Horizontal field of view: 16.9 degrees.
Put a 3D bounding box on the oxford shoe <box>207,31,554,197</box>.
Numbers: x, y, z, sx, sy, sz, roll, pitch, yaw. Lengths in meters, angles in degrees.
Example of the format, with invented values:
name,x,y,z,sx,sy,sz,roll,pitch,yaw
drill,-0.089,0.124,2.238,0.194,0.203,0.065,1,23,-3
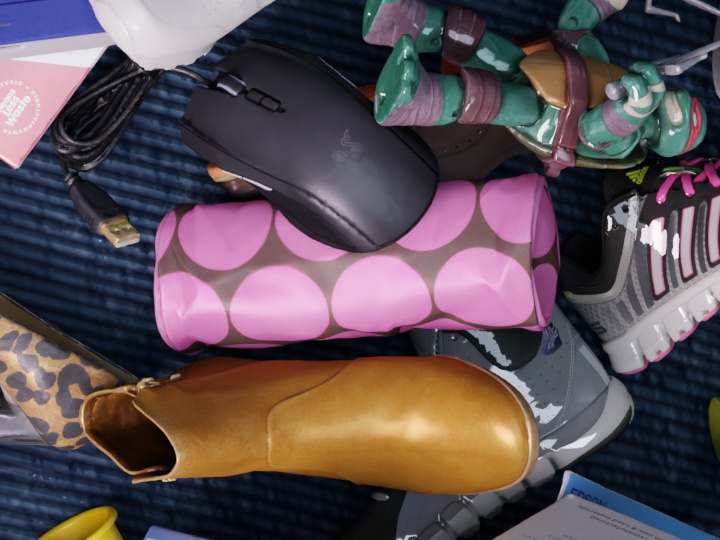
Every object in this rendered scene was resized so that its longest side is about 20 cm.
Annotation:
name,x,y,z,sx,sy,sz,roll,pitch,yaw
oxford shoe,0.022,-0.063,1.241,0.200,0.071,0.073,-17,102,-8

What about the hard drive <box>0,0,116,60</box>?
name,x,y,z,sx,sy,sz,roll,pitch,yaw
hard drive,-0.195,-0.195,1.137,0.132,0.025,0.200,-11,78,-29

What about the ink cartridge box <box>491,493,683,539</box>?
name,x,y,z,sx,sy,sz,roll,pitch,yaw
ink cartridge box,0.066,0.210,1.107,0.200,0.084,0.145,-23,123,-46

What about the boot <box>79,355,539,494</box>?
name,x,y,z,sx,sy,sz,roll,pitch,yaw
boot,-0.029,0.081,1.163,0.144,0.201,0.071,-10,102,-44

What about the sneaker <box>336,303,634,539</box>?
name,x,y,z,sx,sy,sz,roll,pitch,yaw
sneaker,0.034,0.081,1.262,0.200,0.075,0.116,-33,93,-13

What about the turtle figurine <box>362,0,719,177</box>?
name,x,y,z,sx,sy,sz,roll,pitch,yaw
turtle figurine,0.104,-0.094,1.171,0.200,0.150,0.101,8,115,-16

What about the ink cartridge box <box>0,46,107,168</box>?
name,x,y,z,sx,sy,sz,roll,pitch,yaw
ink cartridge box,-0.217,-0.155,1.191,0.200,0.067,0.117,36,88,-10

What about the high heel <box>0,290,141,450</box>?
name,x,y,z,sx,sy,sz,roll,pitch,yaw
high heel,-0.178,-0.003,1.206,0.142,0.071,0.200,-3,113,-3

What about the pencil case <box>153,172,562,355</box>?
name,x,y,z,sx,sy,sz,roll,pitch,yaw
pencil case,0.000,0.000,1.213,0.200,0.094,0.091,-2,94,9

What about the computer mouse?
name,x,y,z,sx,sy,sz,roll,pitch,yaw
computer mouse,-0.067,-0.059,1.176,0.140,0.046,0.200,-46,58,-7

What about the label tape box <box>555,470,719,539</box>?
name,x,y,z,sx,sy,sz,roll,pitch,yaw
label tape box,0.087,0.202,1.249,0.143,0.066,0.200,26,89,-45

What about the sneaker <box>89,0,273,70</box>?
name,x,y,z,sx,sy,sz,roll,pitch,yaw
sneaker,-0.052,-0.162,1.161,0.076,0.080,0.200,58,44,-8

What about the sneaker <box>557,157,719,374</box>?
name,x,y,z,sx,sy,sz,roll,pitch,yaw
sneaker,0.169,-0.032,1.235,0.087,0.074,0.200,42,127,-2

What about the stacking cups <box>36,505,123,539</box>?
name,x,y,z,sx,sy,sz,roll,pitch,yaw
stacking cups,-0.105,0.220,1.259,0.060,0.061,0.200,-31,105,-5

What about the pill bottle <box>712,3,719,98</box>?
name,x,y,z,sx,sy,sz,roll,pitch,yaw
pill bottle,0.294,-0.115,1.259,0.200,0.112,0.113,13,93,-10

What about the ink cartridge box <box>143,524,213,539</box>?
name,x,y,z,sx,sy,sz,roll,pitch,yaw
ink cartridge box,-0.065,0.201,1.133,0.076,0.200,0.137,33,76,-24

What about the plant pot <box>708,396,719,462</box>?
name,x,y,z,sx,sy,sz,roll,pitch,yaw
plant pot,0.299,0.071,1.241,0.200,0.199,0.182,26,98,-11
